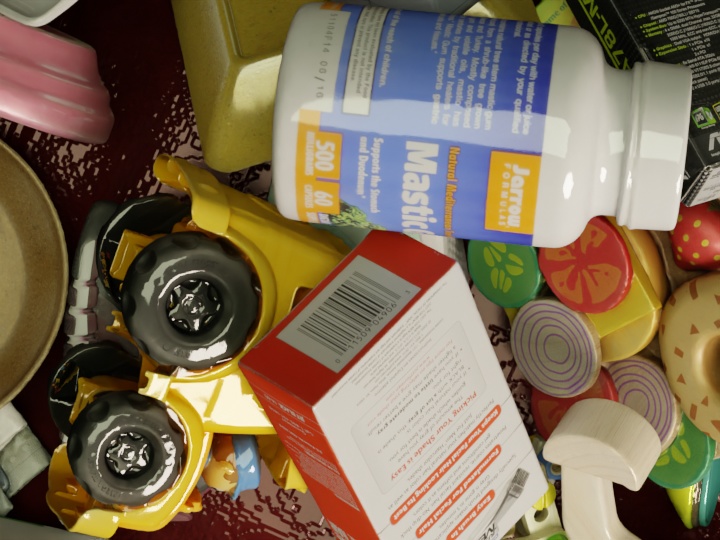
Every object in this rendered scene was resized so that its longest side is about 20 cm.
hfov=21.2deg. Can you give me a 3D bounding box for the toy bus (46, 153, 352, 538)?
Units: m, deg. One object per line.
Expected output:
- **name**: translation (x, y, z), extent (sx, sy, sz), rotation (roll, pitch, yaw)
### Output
- **toy bus**: translation (-0.064, 0.059, 1.066), extent (0.191, 0.136, 0.201), rotation (19, 98, -21)

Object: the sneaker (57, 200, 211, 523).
- **sneaker**: translation (-0.119, 0.059, 1.154), extent (0.115, 0.076, 0.201), rotation (5, 104, -5)

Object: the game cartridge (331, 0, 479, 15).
- **game cartridge**: translation (0.011, -0.207, 1.056), extent (0.133, 0.042, 0.200), rotation (-42, 54, -12)

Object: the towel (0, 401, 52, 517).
- **towel**: translation (-0.315, 0.104, 1.171), extent (0.192, 0.035, 0.200), rotation (-40, 93, 2)

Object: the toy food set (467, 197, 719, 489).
- **toy food set**: translation (0.156, 0.025, 1.088), extent (0.198, 0.049, 0.201), rotation (-32, 85, 44)

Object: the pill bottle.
- **pill bottle**: translation (0.062, -0.070, 0.965), extent (0.199, 0.112, 0.113), rotation (6, 94, 7)

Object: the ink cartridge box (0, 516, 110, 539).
- **ink cartridge box**: translation (-0.217, 0.255, 1.141), extent (0.146, 0.083, 0.201), rotation (13, 102, -1)

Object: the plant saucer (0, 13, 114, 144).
- **plant saucer**: translation (-0.226, -0.129, 1.071), extent (0.200, 0.201, 0.051), rotation (22, 94, -1)

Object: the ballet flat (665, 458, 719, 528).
- **ballet flat**: translation (0.200, 0.051, 1.155), extent (0.067, 0.067, 0.201), rotation (13, 91, 21)

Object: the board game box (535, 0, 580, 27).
- **board game box**: translation (0.188, -0.095, 1.111), extent (0.102, 0.048, 0.200), rotation (-44, 78, 5)

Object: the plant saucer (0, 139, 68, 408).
- **plant saucer**: translation (-0.272, 0.004, 1.137), extent (0.199, 0.035, 0.201), rotation (1, 81, -7)

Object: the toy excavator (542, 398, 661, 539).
- **toy excavator**: translation (0.168, 0.187, 1.103), extent (0.200, 0.100, 0.195), rotation (33, 137, 7)

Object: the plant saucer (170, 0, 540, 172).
- **plant saucer**: translation (-0.012, -0.166, 1.084), extent (0.199, 0.049, 0.200), rotation (-17, 50, 2)

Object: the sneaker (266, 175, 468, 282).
- **sneaker**: translation (0.000, 0.000, 1.149), extent (0.118, 0.074, 0.201), rotation (-2, 102, 15)

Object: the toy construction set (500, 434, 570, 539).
- **toy construction set**: translation (0.082, 0.208, 1.153), extent (0.131, 0.092, 0.201), rotation (-17, 102, -23)

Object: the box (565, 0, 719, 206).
- **box**: translation (0.221, -0.148, 1.068), extent (0.199, 0.048, 0.194), rotation (-17, 65, -22)

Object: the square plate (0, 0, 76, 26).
- **square plate**: translation (-0.170, -0.214, 1.069), extent (0.200, 0.029, 0.198), rotation (26, 59, 35)

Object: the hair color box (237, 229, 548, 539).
- **hair color box**: translation (0.023, 0.084, 1.029), extent (0.111, 0.064, 0.200), rotation (-44, 136, -20)
